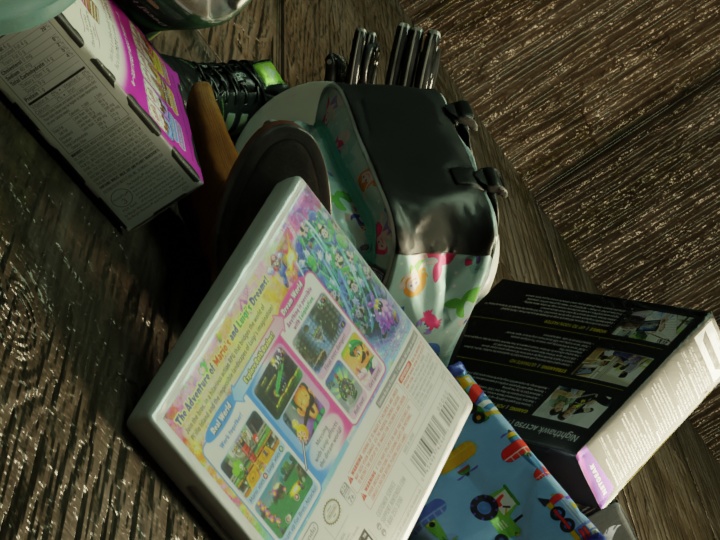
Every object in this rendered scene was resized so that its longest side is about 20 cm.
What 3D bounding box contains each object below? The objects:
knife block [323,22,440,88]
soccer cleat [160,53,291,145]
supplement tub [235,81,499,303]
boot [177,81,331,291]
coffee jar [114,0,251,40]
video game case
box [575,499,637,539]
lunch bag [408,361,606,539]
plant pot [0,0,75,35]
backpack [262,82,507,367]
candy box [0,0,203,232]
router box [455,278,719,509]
[{"bbox_3d":[0.026,-0.091,1.911,0.201,0.175,0.064,58,11,5],"label":"knife block"},{"bbox_3d":[-0.100,-0.126,1.692,0.068,0.081,0.200,59,10,15],"label":"soccer cleat"},{"bbox_3d":[0.003,-0.040,1.731,0.200,0.145,0.146,41,19,-56],"label":"supplement tub"},{"bbox_3d":[-0.070,-0.054,1.445,0.200,0.068,0.189,-109,-165,-50],"label":"boot"},{"bbox_3d":[-0.139,-0.199,1.514,0.104,0.085,0.200,47,-18,-17],"label":"coffee jar"},{"bbox_3d":[-0.027,0.078,1.297,0.182,0.024,0.200,52,44,-23],"label":"video game case"},{"bbox_3d":[0.158,0.254,1.555,0.201,0.048,0.158,65,-22,1],"label":"box"},{"bbox_3d":[0.069,0.178,1.515,0.151,0.094,0.200,50,-18,22],"label":"lunch bag"},{"bbox_3d":[-0.200,-0.207,1.232,0.134,0.199,0.201,86,-19,-56],"label":"plant pot"},{"bbox_3d":[0.000,0.000,1.535,0.178,0.150,0.201,-112,-155,-47],"label":"backpack"},{"bbox_3d":[-0.179,-0.136,1.406,0.200,0.061,0.137,52,12,-33],"label":"candy box"},{"bbox_3d":[0.125,0.077,1.579,0.200,0.149,0.051,10,-46,49],"label":"router box"}]
